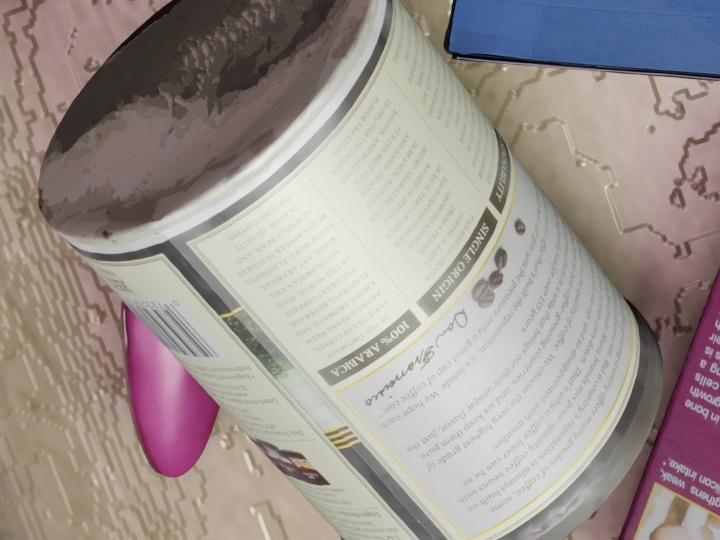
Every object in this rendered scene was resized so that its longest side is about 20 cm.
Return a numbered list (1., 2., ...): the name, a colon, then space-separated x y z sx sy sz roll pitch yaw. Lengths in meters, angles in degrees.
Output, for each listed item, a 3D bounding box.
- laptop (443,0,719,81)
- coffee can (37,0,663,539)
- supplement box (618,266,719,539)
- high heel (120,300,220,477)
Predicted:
1. laptop: 0.134 -0.176 0.824 0.186 0.116 0.201 5 103 7
2. coffee can: 0.000 0.000 0.831 0.146 0.147 0.200 -31 122 14
3. supplement box: 0.188 0.075 0.856 0.131 0.103 0.201 27 107 28
4. high heel: -0.039 -0.010 0.910 0.096 0.067 0.201 8 100 18
